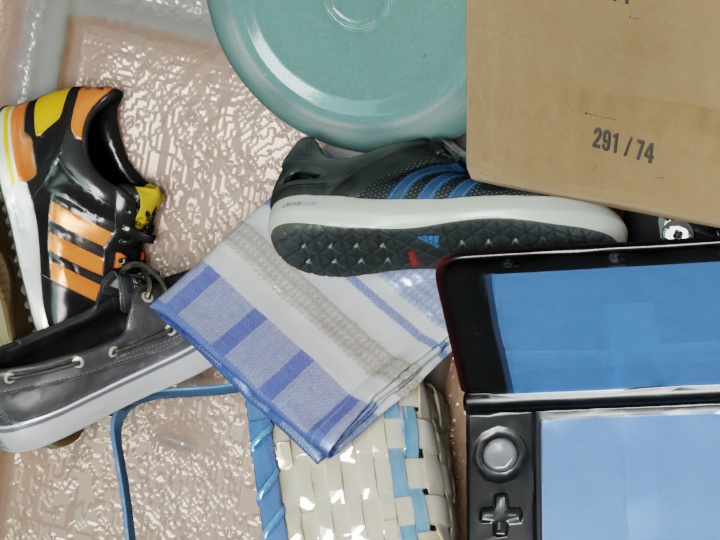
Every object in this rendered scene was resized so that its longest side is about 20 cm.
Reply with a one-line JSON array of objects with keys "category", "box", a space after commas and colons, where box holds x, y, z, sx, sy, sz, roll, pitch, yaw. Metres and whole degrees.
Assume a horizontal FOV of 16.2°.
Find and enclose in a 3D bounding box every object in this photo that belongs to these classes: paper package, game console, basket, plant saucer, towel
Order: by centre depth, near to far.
[{"category": "paper package", "box": [0.158, -0.126, 1.296, 0.200, 0.103, 0.191, 11, 109, 35]}, {"category": "game console", "box": [0.146, 0.083, 1.364, 0.199, 0.119, 0.173, -3, 74, 13]}, {"category": "plant saucer", "box": [0.002, -0.156, 1.408, 0.199, 0.036, 0.201, 5, 111, 14]}, {"category": "towel", "box": [0.000, 0.000, 1.436, 0.200, 0.024, 0.147, -42, 69, -19]}, {"category": "basket", "box": [-0.043, 0.143, 1.458, 0.199, 0.139, 0.177, -8, 71, 6]}]

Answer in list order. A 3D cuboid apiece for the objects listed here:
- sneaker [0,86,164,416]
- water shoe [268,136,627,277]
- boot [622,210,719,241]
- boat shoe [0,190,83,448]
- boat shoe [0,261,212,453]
[{"category": "sneaker", "box": [-0.156, -0.014, 1.527, 0.090, 0.070, 0.201, -17, 90, 20]}, {"category": "water shoe", "box": [0.049, -0.042, 1.402, 0.199, 0.072, 0.079, 2, 57, 5]}, {"category": "boot", "box": [0.158, -0.051, 1.425, 0.164, 0.066, 0.201, 12, 104, 19]}, {"category": "boat shoe", "box": [-0.227, 0.021, 1.560, 0.063, 0.073, 0.200, -27, 76, 25]}, {"category": "boat shoe", "box": [-0.137, 0.031, 1.479, 0.200, 0.070, 0.066, -27, 121, -14]}]
